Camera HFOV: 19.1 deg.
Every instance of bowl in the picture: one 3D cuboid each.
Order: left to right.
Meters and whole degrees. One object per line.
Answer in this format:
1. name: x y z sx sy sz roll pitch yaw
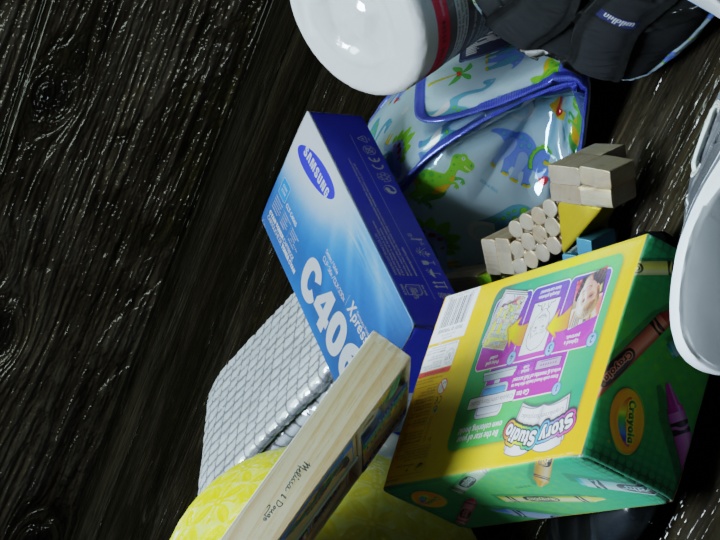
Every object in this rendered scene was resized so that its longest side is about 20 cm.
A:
1. bowl: -0.010 0.153 1.275 0.200 0.200 0.108 131 155 -64

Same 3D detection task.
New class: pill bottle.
1. pill bottle: 0.057 -0.201 1.351 0.200 0.111 0.111 -37 -13 -37

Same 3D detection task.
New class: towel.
1. towel: -0.028 0.086 1.468 0.200 0.085 0.166 -48 20 28

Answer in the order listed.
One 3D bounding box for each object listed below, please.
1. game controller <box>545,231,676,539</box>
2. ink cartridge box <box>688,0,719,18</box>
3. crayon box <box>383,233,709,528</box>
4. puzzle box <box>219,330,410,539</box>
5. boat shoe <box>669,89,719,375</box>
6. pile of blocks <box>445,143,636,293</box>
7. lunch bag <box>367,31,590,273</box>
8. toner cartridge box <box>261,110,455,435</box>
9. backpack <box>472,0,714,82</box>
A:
1. game controller: 0.135 0.071 1.135 0.104 0.042 0.200 -42 30 42
2. ink cartridge box: 0.197 -0.216 0.972 0.200 0.084 0.146 -52 15 8
3. crayon box: 0.097 0.062 1.096 0.200 0.058 0.119 -19 48 60
4. puzzle box: -0.041 0.131 1.106 0.200 0.025 0.133 -54 -9 -12
5. boat shoe: 0.181 -0.045 0.971 0.068 0.072 0.201 154 135 -72
6. pile of blocks: 0.120 -0.007 1.290 0.062 0.082 0.200 -25 -13 -40
7. lunch bag: 0.087 -0.100 1.418 0.200 0.127 0.170 -49 20 32
8. toner cartridge box: 0.000 0.000 1.335 0.095 0.043 0.200 -64 36 35
9. backpack: 0.138 -0.183 1.225 0.200 0.163 0.154 106 -177 -61
